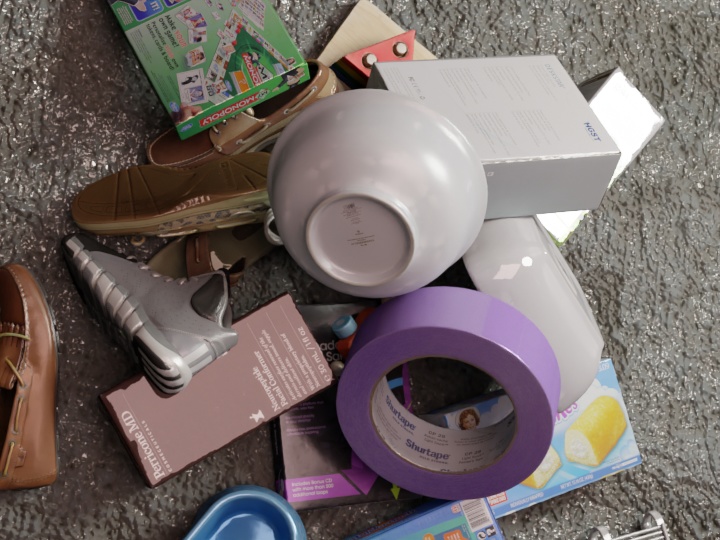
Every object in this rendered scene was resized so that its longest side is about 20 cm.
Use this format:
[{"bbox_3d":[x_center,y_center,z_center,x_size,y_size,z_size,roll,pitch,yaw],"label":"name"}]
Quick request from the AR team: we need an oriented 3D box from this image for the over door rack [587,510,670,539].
[{"bbox_3d":[0.271,0.356,1.610,0.148,0.067,0.200,-11,66,-23],"label":"over door rack"}]

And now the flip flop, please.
[{"bbox_3d":[-0.136,-0.011,1.510,0.200,0.058,0.081,-42,99,-22],"label":"flip flop"}]

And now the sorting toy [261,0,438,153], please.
[{"bbox_3d":[0.033,-0.145,1.594,0.200,0.070,0.199,38,70,-13],"label":"sorting toy"}]

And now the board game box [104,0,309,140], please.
[{"bbox_3d":[-0.151,-0.230,1.487,0.134,0.029,0.200,-26,64,-8],"label":"board game box"}]

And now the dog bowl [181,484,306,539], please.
[{"bbox_3d":[-0.131,0.284,1.451,0.111,0.050,0.200,39,76,5],"label":"dog bowl"}]

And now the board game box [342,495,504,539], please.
[{"bbox_3d":[0.052,0.310,1.512,0.200,0.045,0.152,-23,92,-3],"label":"board game box"}]

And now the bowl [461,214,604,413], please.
[{"bbox_3d":[0.165,0.016,1.538,0.075,0.200,0.200,-30,114,11],"label":"bowl"}]

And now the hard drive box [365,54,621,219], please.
[{"bbox_3d":[0.120,-0.127,1.506,0.200,0.077,0.156,-5,46,-22],"label":"hard drive box"}]

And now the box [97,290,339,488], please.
[{"bbox_3d":[-0.131,0.109,1.466,0.200,0.075,0.100,-30,90,-11],"label":"box"}]

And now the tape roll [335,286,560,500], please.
[{"bbox_3d":[0.081,0.114,1.457,0.200,0.200,0.066,40,34,-12],"label":"tape roll"}]

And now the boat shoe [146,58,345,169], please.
[{"bbox_3d":[-0.114,-0.148,1.501,0.200,0.072,0.076,-26,60,0],"label":"boat shoe"}]

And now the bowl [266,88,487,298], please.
[{"bbox_3d":[0.008,-0.048,1.382,0.201,0.201,0.090,36,32,-14],"label":"bowl"}]

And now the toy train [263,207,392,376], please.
[{"bbox_3d":[0.000,0.000,1.505,0.150,0.056,0.200,-47,118,-31],"label":"toy train"}]

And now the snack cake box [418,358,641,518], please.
[{"bbox_3d":[0.172,0.171,1.605,0.200,0.067,0.115,-17,90,-23],"label":"snack cake box"}]

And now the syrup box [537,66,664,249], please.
[{"bbox_3d":[0.219,-0.113,1.660,0.079,0.081,0.200,46,68,-12],"label":"syrup box"}]

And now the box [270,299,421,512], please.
[{"bbox_3d":[-0.019,0.130,1.550,0.143,0.036,0.200,-4,82,-23],"label":"box"}]

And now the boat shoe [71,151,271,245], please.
[{"bbox_3d":[-0.166,-0.058,1.480,0.200,0.063,0.073,-8,48,-1],"label":"boat shoe"}]

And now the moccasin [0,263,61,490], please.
[{"bbox_3d":[-0.313,0.095,1.419,0.078,0.074,0.202,0,92,-31],"label":"moccasin"}]

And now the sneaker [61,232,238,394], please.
[{"bbox_3d":[-0.179,0.019,1.443,0.115,0.075,0.200,-31,58,-21],"label":"sneaker"}]
